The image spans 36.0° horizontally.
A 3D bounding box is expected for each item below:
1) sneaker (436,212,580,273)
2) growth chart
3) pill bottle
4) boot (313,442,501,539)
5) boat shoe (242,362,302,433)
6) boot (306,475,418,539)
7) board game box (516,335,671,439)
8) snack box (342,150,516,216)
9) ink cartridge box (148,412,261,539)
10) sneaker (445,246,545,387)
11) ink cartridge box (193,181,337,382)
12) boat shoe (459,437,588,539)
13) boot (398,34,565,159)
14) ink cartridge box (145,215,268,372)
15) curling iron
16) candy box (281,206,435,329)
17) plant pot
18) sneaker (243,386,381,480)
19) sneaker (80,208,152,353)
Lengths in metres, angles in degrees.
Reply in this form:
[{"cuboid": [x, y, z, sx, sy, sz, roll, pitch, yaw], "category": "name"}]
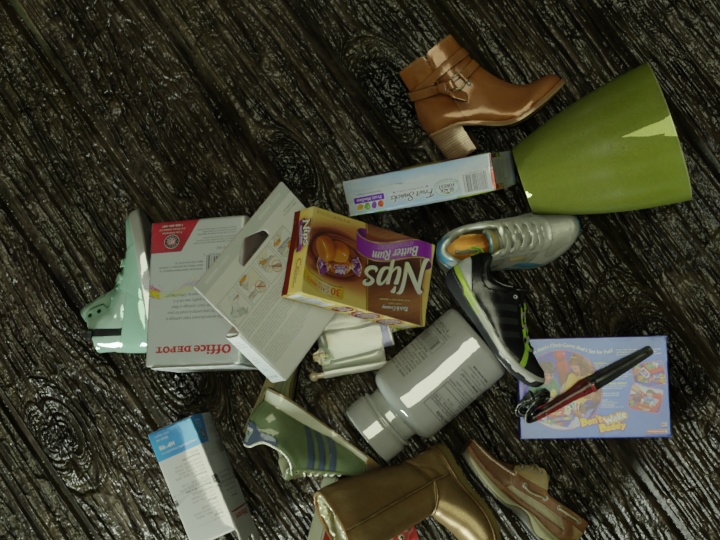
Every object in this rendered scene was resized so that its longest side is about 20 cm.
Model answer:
[{"cuboid": [0.201, -0.037, 1.498, 0.199, 0.081, 0.077, -15, 82, 2], "category": "sneaker"}, {"cuboid": [-0.006, 0.048, 1.536, 0.144, 0.018, 0.201, -4, 85, -1], "category": "growth chart"}, {"cuboid": [0.084, 0.156, 1.474, 0.200, 0.114, 0.114, -41, 83, 0], "category": "pill bottle"}, {"cuboid": [0.061, 0.327, 1.432, 0.199, 0.066, 0.175, -18, 61, -34], "category": "boot"}, {"cuboid": [-0.114, 0.132, 1.517, 0.063, 0.073, 0.202, 10, 93, 1], "category": "boat shoe"}, {"cuboid": [-0.002, 0.375, 1.456, 0.144, 0.073, 0.201, 14, 56, 4], "category": "boot"}, {"cuboid": [0.311, 0.157, 1.489, 0.199, 0.045, 0.135, -1, 85, 5], "category": "board game box"}, {"cuboid": [0.094, -0.115, 1.458, 0.199, 0.142, 0.053, -9, 93, 19], "category": "snack box"}, {"cuboid": [-0.206, 0.297, 1.487, 0.066, 0.116, 0.201, -23, 83, 2], "category": "ink cartridge box"}, {"cuboid": [0.192, 0.059, 1.439, 0.083, 0.072, 0.200, -36, 91, 9], "category": "sneaker"}, {"cuboid": [-0.108, 0.015, 1.444, 0.174, 0.043, 0.200, 46, 61, -18], "category": "ink cartridge box"}, {"cuboid": [0.219, 0.293, 1.477, 0.200, 0.076, 0.074, 45, 85, -1], "category": "boat shoe"}, {"cuboid": [0.164, -0.258, 1.524, 0.200, 0.077, 0.156, -31, 88, 15], "category": "boot"}, {"cuboid": [-0.206, 0.036, 1.500, 0.145, 0.083, 0.201, -3, 78, 20], "category": "ink cartridge box"}, {"cuboid": [0.294, 0.148, 1.447, 0.199, 0.050, 0.026, -23, 51, -5], "category": "curling iron"}, {"cuboid": [0.000, 0.000, 1.460, 0.199, 0.056, 0.117, 17, 74, -30], "category": "candy box"}, {"cuboid": [0.308, -0.149, 1.458, 0.199, 0.187, 0.188, -19, 84, 12], "category": "plant pot"}, {"cuboid": [-0.071, 0.243, 1.474, 0.200, 0.067, 0.090, 39, 80, -22], "category": "sneaker"}, {"cuboid": [-0.339, 0.018, 1.544, 0.118, 0.074, 0.201, -7, 83, 7], "category": "sneaker"}]
